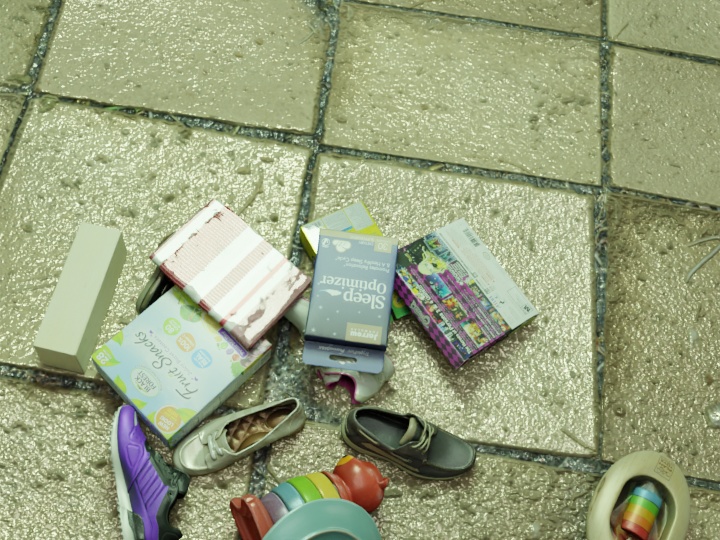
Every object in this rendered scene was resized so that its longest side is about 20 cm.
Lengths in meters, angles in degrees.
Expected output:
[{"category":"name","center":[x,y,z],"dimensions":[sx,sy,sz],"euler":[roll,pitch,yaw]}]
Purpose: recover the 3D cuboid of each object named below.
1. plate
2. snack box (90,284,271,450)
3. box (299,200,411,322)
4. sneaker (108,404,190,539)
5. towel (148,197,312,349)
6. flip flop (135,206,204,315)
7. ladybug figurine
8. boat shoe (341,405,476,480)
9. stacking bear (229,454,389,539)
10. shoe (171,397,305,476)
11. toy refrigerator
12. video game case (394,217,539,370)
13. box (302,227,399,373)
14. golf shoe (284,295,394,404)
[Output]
[{"category":"plate","center":[-0.051,0.391,1.146],"dimensions":[0.198,0.025,0.203],"euler":[-6,102,-29]},{"category":"snack box","center":[-0.254,0.126,1.296],"dimensions":[0.168,0.068,0.200],"euler":[42,69,13]},{"category":"box","center":[0.000,0.000,1.398],"dimensions":[0.116,0.049,0.201],"euler":[-23,67,-18]},{"category":"sneaker","center":[-0.281,0.278,1.219],"dimensions":[0.098,0.070,0.203],"euler":[-9,74,-10]},{"category":"towel","center":[-0.188,0.002,1.311],"dimensions":[0.200,0.023,0.144],"euler":[41,63,8]},{"category":"flip flop","center":[-0.285,-0.019,1.364],"dimensions":[0.057,0.081,0.201],"euler":[23,68,21]},{"category":"ladybug figurine","center":[0.385,0.345,1.261],"dimensions":[0.135,0.072,0.201],"euler":[33,66,10]},{"category":"boat shoe","center":[0.069,0.243,1.272],"dimensions":[0.197,0.074,0.075],"euler":[13,63,0]},{"category":"stacking bear","center":[-0.057,0.316,1.207],"dimensions":[0.198,0.121,0.115],"euler":[-21,82,-25]},{"category":"shoe","center":[-0.171,0.227,1.263],"dimensions":[0.198,0.054,0.070],"euler":[-21,68,-16]},{"category":"toy refrigerator","center":[-0.409,0.038,1.315],"dimensions":[0.069,0.076,0.202],"euler":[12,64,0]},{"category":"video game case","center":[0.151,0.030,1.378],"dimensions":[0.180,0.036,0.201],"euler":[-26,71,-36]},{"category":"box","center":[-0.013,0.042,1.298],"dimensions":[0.119,0.032,0.202],"euler":[7,69,0]},{"category":"golf shoe","center":[-0.047,0.115,1.323],"dimensions":[0.199,0.075,0.092],"euler":[35,69,11]}]
